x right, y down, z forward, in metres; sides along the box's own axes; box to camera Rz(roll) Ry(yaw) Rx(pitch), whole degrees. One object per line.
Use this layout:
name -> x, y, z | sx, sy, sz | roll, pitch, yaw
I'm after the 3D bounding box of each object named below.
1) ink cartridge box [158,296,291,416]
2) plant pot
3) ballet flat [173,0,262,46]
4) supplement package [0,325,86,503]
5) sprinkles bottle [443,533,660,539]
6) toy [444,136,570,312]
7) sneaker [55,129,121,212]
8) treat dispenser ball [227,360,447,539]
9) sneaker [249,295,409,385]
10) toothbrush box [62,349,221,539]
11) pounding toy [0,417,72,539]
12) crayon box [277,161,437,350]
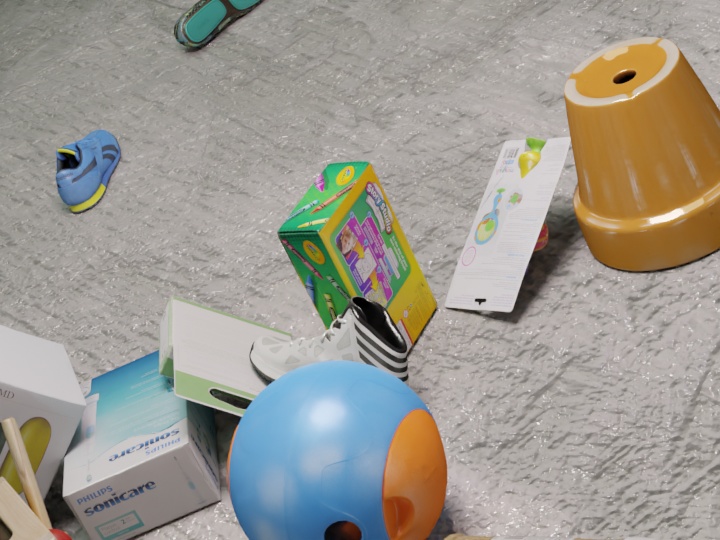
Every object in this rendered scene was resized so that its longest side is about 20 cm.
ink cartridge box -> -0.139, 0.113, 1.883 | 0.200, 0.145, 0.048 | -99, 32, -59
plant pot -> 0.299, -0.132, 1.856 | 0.199, 0.184, 0.201 | -20, 30, 13
ballet flat -> -0.225, -0.427, 2.869 | 0.200, 0.074, 0.074 | -39, 31, -26
supplement package -> -0.409, 0.175, 1.901 | 0.201, 0.151, 0.151 | -64, 27, 14
sprinkles bottle -> 0.159, 0.254, 1.486 | 0.199, 0.068, 0.068 | -4, 37, 36
toy -> 0.170, -0.045, 1.926 | 0.115, 0.047, 0.201 | 2, 72, 56
sneaker -> -0.400, -0.166, 2.591 | 0.066, 0.079, 0.200 | -20, 29, 17
treat dispenser ball -> -0.021, 0.182, 1.611 | 0.200, 0.201, 0.201 | -20, 30, 12
sneaker -> -0.026, 0.073, 1.836 | 0.200, 0.116, 0.075 | 20, 18, 35
toothbrush box -> -0.233, 0.183, 1.901 | 0.146, 0.086, 0.200 | -24, 29, 5
pounding toy -> -0.320, 0.281, 1.720 | 0.142, 0.185, 0.200 | -36, 30, -15
crayon box -> 0.000, 0.000, 1.878 | 0.058, 0.201, 0.119 | -2, 38, 36
